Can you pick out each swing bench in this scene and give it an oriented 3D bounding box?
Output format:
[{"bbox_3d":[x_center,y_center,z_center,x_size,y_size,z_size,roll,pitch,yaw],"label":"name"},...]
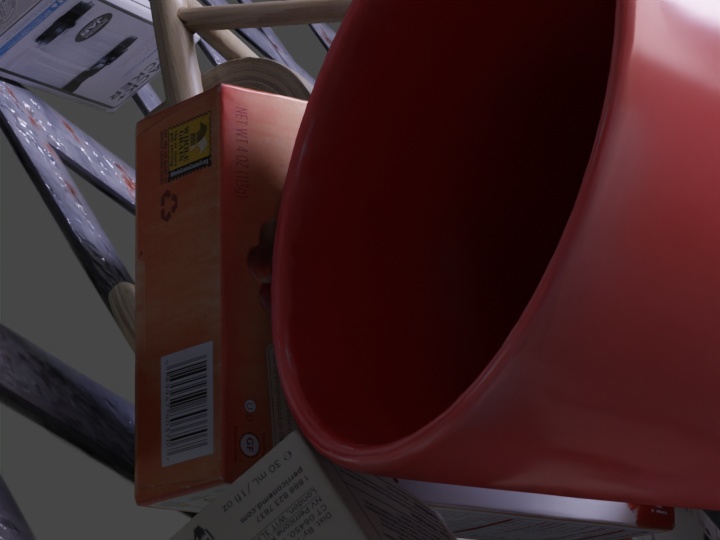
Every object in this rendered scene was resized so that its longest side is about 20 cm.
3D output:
[{"bbox_3d":[0.000,0.000,1.140,0.199,0.129,0.201,38,54,-59],"label":"swing bench"}]

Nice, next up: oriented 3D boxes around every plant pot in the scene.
[{"bbox_3d":[0.094,-0.013,0.879,0.177,0.201,0.201,19,22,-27],"label":"plant pot"}]

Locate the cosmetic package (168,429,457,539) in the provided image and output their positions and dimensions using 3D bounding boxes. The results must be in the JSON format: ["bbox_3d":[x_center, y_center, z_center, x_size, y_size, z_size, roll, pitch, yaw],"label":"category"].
[{"bbox_3d":[0.025,0.153,0.855,0.105,0.071,0.200,37,15,-53],"label":"cosmetic package"}]

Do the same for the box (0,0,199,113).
[{"bbox_3d":[-0.154,-0.141,1.274,0.117,0.060,0.200,51,9,10],"label":"box"}]

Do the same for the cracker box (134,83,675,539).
[{"bbox_3d":[0.018,0.021,0.982,0.200,0.058,0.134,9,73,-37],"label":"cracker box"}]

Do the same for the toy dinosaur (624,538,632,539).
[{"bbox_3d":[0.141,0.116,1.316,0.200,0.102,0.136,95,-24,-70],"label":"toy dinosaur"}]

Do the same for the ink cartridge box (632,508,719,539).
[{"bbox_3d":[0.166,0.108,1.026,0.200,0.083,0.145,-126,-155,-64],"label":"ink cartridge box"}]
